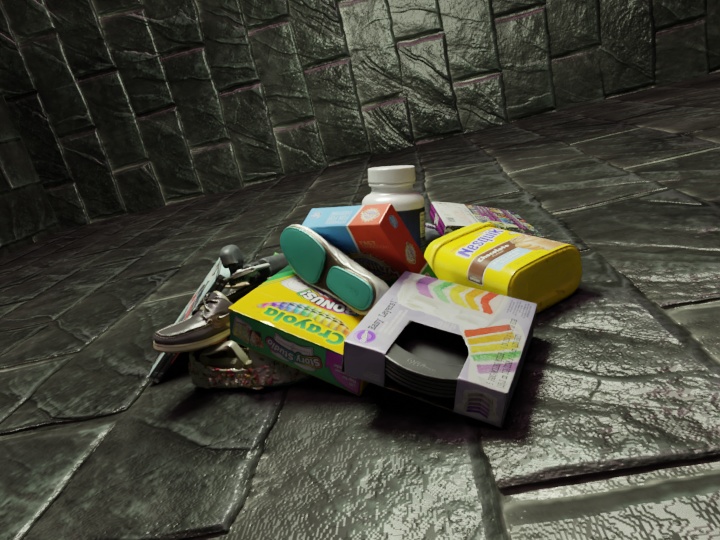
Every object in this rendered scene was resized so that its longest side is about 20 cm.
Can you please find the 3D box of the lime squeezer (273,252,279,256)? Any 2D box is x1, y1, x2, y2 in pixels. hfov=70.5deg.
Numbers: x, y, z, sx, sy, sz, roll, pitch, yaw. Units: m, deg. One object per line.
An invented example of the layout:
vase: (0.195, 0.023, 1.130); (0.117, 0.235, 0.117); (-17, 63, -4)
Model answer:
lime squeezer: (-0.096, -0.018, 1.044); (0.038, 0.071, 0.199); (-42, -14, 22)

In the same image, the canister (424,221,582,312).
canister: (0.211, -0.006, 0.778); (0.147, 0.088, 0.200); (-22, 22, -21)

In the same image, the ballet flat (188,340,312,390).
ballet flat: (-0.158, 0.127, 0.708); (0.198, 0.065, 0.076); (-9, 25, 16)

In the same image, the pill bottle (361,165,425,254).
pill bottle: (0.058, -0.078, 0.890); (0.110, 0.203, 0.111); (-4, 13, 1)

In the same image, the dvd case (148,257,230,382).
dvd case: (-0.275, 0.070, 0.839); (0.201, 0.022, 0.146); (-53, 19, 6)

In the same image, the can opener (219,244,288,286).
can opener: (-0.168, -0.016, 0.823); (0.053, 0.068, 0.200); (-20, 4, 10)

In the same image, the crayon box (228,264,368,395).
crayon box: (-0.050, 0.066, 0.705); (0.198, 0.059, 0.172); (18, 29, 19)

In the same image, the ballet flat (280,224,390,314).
ballet flat: (-0.035, 0.000, 0.715); (0.069, 0.070, 0.199); (-28, 48, -35)

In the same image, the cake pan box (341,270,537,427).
cake pan box: (0.098, 0.080, 0.596); (0.182, 0.053, 0.200); (13, 30, 24)

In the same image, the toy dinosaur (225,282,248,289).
toy dinosaur: (-0.217, 0.026, 1.082); (0.198, 0.059, 0.101); (-15, 2, -23)

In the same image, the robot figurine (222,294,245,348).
robot figurine: (-0.225, 0.088, 0.873); (0.143, 0.059, 0.200); (-17, 19, -16)

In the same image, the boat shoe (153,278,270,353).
boat shoe: (-0.204, 0.060, 0.735); (0.199, 0.066, 0.072); (-18, 21, -39)

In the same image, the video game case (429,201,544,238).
video game case: (0.234, -0.088, 0.984); (0.179, 0.036, 0.200); (6, 19, -2)

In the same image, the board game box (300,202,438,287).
board game box: (0.024, -0.013, 0.765); (0.152, 0.200, 0.041); (2, 52, 41)

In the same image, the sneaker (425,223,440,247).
sneaker: (0.080, -0.049, 1.000); (0.197, 0.075, 0.088); (9, 43, -3)
